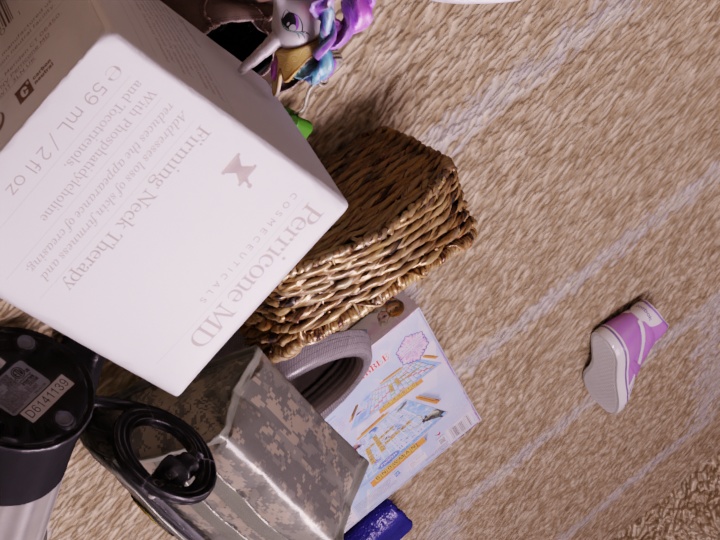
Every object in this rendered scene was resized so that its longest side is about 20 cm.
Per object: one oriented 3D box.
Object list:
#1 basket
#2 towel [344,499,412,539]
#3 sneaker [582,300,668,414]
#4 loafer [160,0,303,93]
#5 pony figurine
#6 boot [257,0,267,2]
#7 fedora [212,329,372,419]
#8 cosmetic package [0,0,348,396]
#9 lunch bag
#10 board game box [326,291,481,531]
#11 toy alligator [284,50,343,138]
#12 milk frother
[{"bbox_3d":[0.000,0.000,1.508,0.200,0.143,0.149,-32,126,-22],"label":"basket"},{"bbox_3d":[-0.026,0.361,2.284,0.200,0.050,0.148,-41,164,-4],"label":"towel"},{"bbox_3d":[0.361,0.113,2.426,0.114,0.073,0.201,-37,157,-20],"label":"sneaker"},{"bbox_3d":[-0.088,-0.150,1.255,0.073,0.071,0.200,-49,156,16],"label":"loafer"},{"bbox_3d":[0.003,-0.220,1.129,0.192,0.166,0.201,-16,115,-22],"label":"pony figurine"},{"bbox_3d":[-0.007,-0.225,1.261,0.200,0.064,0.187,-37,144,-19],"label":"boot"},{"bbox_3d":[-0.085,0.096,1.662,0.177,0.090,0.200,-8,147,-51],"label":"fedora"},{"bbox_3d":[-0.150,-0.068,1.095,0.167,0.166,0.200,-48,128,11],"label":"cosmetic package"},{"bbox_3d":[-0.126,0.169,1.537,0.199,0.164,0.118,-17,-143,37],"label":"lunch bag"},{"bbox_3d":[0.009,0.149,1.880,0.200,0.041,0.200,-38,134,-9],"label":"board game box"},{"bbox_3d":[-0.068,-0.081,1.427,0.200,0.054,0.059,-47,157,12],"label":"toy alligator"},{"bbox_3d":[-0.233,0.165,1.414,0.180,0.200,0.188,-25,152,-39],"label":"milk frother"}]
